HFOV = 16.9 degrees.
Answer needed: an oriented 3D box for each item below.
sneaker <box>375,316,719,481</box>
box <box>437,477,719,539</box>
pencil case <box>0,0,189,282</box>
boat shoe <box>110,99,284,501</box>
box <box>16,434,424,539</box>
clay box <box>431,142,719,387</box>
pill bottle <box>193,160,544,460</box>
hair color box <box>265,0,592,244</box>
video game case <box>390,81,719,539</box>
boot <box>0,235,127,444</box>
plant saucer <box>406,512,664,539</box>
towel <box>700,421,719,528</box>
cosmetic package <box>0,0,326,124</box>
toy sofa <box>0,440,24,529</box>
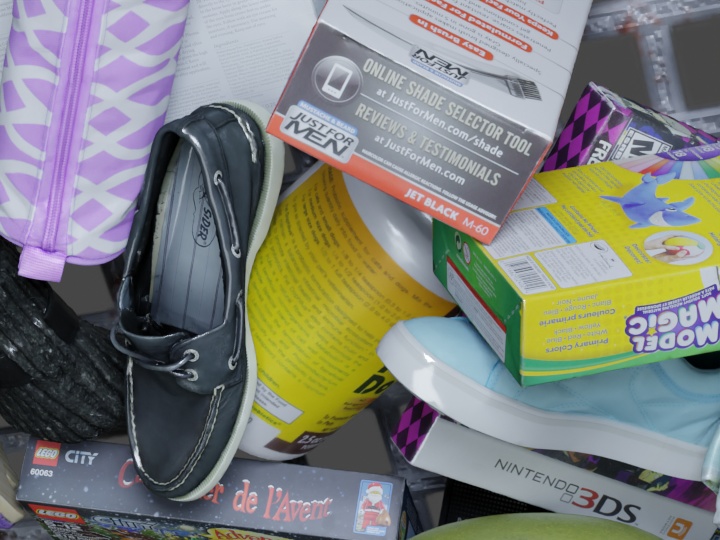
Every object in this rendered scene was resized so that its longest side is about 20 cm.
[{"bbox_3d":[0.099,0.035,1.095,0.200,0.074,0.082,13,108,-36],"label":"sneaker"},{"bbox_3d":[0.138,0.161,1.298,0.200,0.044,0.160,13,121,5],"label":"box"},{"bbox_3d":[-0.126,-0.100,1.130,0.084,0.086,0.200,7,122,-8],"label":"pencil case"},{"bbox_3d":[-0.087,0.017,1.154,0.074,0.066,0.200,23,105,28],"label":"boat shoe"},{"bbox_3d":[-0.069,0.134,1.288,0.200,0.038,0.137,6,161,10],"label":"box"},{"bbox_3d":[0.143,-0.009,1.058,0.200,0.115,0.048,-9,118,-15],"label":"clay box"},{"bbox_3d":[0.000,0.000,1.201,0.109,0.109,0.200,43,119,-12],"label":"pill bottle"},{"bbox_3d":[0.038,-0.104,1.082,0.111,0.200,0.064,27,120,-3],"label":"hair color box"},{"bbox_3d":[0.137,0.030,1.165,0.181,0.036,0.200,21,107,-28],"label":"video game case"},{"bbox_3d":[-0.212,0.000,1.239,0.079,0.211,0.158,-48,131,1],"label":"boot"},{"bbox_3d":[0.086,0.167,1.225,0.200,0.031,0.200,0,149,0],"label":"plant saucer"},{"bbox_3d":[0.254,0.062,1.131,0.171,0.200,0.048,34,162,-26],"label":"towel"},{"bbox_3d":[-0.114,-0.130,1.188,0.200,0.052,0.151,-12,118,19],"label":"cosmetic package"},{"bbox_3d":[-0.265,0.077,1.229,0.083,0.098,0.200,-37,133,7],"label":"toy sofa"}]
